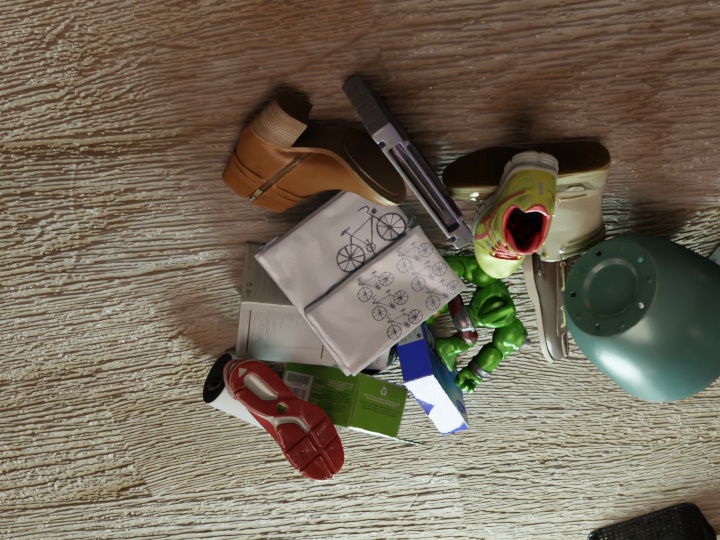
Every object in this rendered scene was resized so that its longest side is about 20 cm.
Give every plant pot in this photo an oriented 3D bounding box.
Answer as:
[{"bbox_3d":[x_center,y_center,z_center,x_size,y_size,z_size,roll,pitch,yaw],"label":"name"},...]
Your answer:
[{"bbox_3d":[0.346,0.045,1.471,0.201,0.201,0.161,-31,143,27],"label":"plant pot"}]

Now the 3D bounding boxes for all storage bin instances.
[{"bbox_3d":[0.501,0.490,2.022,0.200,0.094,0.135,-23,131,21],"label":"storage bin"}]

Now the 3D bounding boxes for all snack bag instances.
[{"bbox_3d":[0.000,0.000,1.468,0.189,0.021,0.200,-37,98,0],"label":"snack bag"}]

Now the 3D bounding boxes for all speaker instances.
[{"bbox_3d":[-0.126,0.192,1.721,0.200,0.081,0.081,28,128,-25],"label":"speaker"}]

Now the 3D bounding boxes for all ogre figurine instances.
[{"bbox_3d":[0.147,0.058,1.572,0.120,0.098,0.200,-21,88,13],"label":"ogre figurine"}]

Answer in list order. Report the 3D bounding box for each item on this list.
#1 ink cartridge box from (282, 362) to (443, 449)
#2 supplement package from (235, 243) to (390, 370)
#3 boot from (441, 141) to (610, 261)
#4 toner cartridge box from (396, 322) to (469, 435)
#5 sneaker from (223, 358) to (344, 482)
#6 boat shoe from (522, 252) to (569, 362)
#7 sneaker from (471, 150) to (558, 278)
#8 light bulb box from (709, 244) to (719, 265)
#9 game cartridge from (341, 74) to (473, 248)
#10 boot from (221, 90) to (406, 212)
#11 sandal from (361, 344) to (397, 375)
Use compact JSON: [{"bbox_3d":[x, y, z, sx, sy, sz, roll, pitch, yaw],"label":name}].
[{"bbox_3d":[0.007,0.185,1.634,0.148,0.076,0.200,6,170,44],"label":"ink cartridge box"},{"bbox_3d":[-0.057,0.048,1.555,0.200,0.110,0.114,6,135,-6],"label":"supplement package"},{"bbox_3d":[0.205,-0.078,1.464,0.200,0.072,0.155,-6,137,5],"label":"boot"},{"bbox_3d":[0.098,0.145,1.633,0.043,0.095,0.200,-16,149,12],"label":"toner cartridge box"},{"bbox_3d":[-0.102,0.184,1.553,0.078,0.116,0.200,-39,107,-10],"label":"sneaker"},{"bbox_3d":[0.260,0.046,1.588,0.059,0.072,0.200,-9,129,13],"label":"boat shoe"},{"bbox_3d":[0.176,-0.045,1.380,0.078,0.090,0.200,5,143,-5],"label":"sneaker"},{"bbox_3d":[0.558,0.037,1.545,0.200,0.125,0.198,14,133,-16],"label":"light bulb box"},{"bbox_3d":[0.056,-0.126,1.370,0.038,0.130,0.200,-33,129,10],"label":"game cartridge"},{"bbox_3d":[-0.058,-0.110,1.417,0.200,0.074,0.155,36,133,-8],"label":"boot"},{"bbox_3d":[0.008,0.123,1.675,0.200,0.048,0.075,-31,128,28],"label":"sandal"}]
